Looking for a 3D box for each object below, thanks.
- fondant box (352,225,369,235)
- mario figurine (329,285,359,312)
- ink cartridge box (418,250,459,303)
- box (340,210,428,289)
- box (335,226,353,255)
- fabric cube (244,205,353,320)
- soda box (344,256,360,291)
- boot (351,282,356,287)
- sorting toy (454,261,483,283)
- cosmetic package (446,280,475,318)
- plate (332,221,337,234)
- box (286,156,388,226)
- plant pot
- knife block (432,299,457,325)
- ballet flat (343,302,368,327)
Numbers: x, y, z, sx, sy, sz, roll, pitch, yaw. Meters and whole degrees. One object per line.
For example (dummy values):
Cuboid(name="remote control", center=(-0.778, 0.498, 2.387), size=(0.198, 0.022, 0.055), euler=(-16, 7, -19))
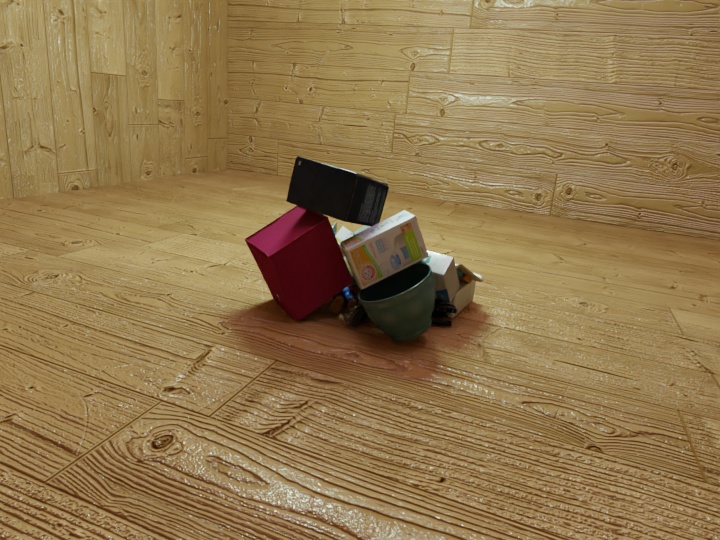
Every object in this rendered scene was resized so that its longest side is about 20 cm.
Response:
Cuboid(name="fondant box", center=(0.039, -0.052, 1.548), size=(0.057, 0.148, 0.200), euler=(-28, 10, 0))
Cuboid(name="mario figurine", center=(-0.060, 0.073, 1.531), size=(0.105, 0.124, 0.201), euler=(-35, 25, 8))
Cuboid(name="ink cartridge box", center=(0.166, 0.003, 1.460), size=(0.195, 0.118, 0.068), euler=(17, 56, 34))
Cuboid(name="box", center=(0.059, -0.054, 1.360), size=(0.194, 0.116, 0.101), euler=(-25, 17, -5))
Cuboid(name="box", center=(-0.062, -0.055, 1.776), size=(0.100, 0.114, 0.201), euler=(33, 17, -3))
Cuboid(name="fabric cube", center=(-0.168, -0.027, 1.444), size=(0.197, 0.204, 0.195), euler=(-33, 31, -18))
Cuboid(name="soda box", center=(0.000, 0.000, 1.549), size=(0.063, 0.069, 0.200), euler=(-30, 19, 0))
Cuboid(name="boot", center=(0.055, 0.017, 1.712), size=(0.179, 0.067, 0.201), euler=(-10, 15, -1))
Cuboid(name="sorting toy", center=(0.245, -0.010, 1.550), size=(0.181, 0.038, 0.198), euler=(21, 0, 37))
Cuboid(name="cosmetic package", center=(0.265, 0.065, 1.591), size=(0.109, 0.084, 0.198), euler=(14, 19, 25))
Cuboid(name="plate", center=(-0.125, -0.073, 1.776), size=(0.025, 0.203, 0.201), euler=(33, 18, -3))
Cuboid(name="box", center=(-0.057, -0.206, 1.409), size=(0.195, 0.129, 0.195), euler=(20, 7, 27))
Cuboid(name="plant pot", center=(0.105, 0.089, 1.325), size=(0.194, 0.138, 0.201), euler=(-21, 16, 6))
Cuboid(name="knife block", center=(0.158, 0.112, 1.442), size=(0.172, 0.067, 0.196), euler=(19, 21, 39))
Cuboid(name="ballet flat", center=(0.022, 0.101, 1.447), size=(0.045, 0.070, 0.197), euler=(18, 28, 35))
